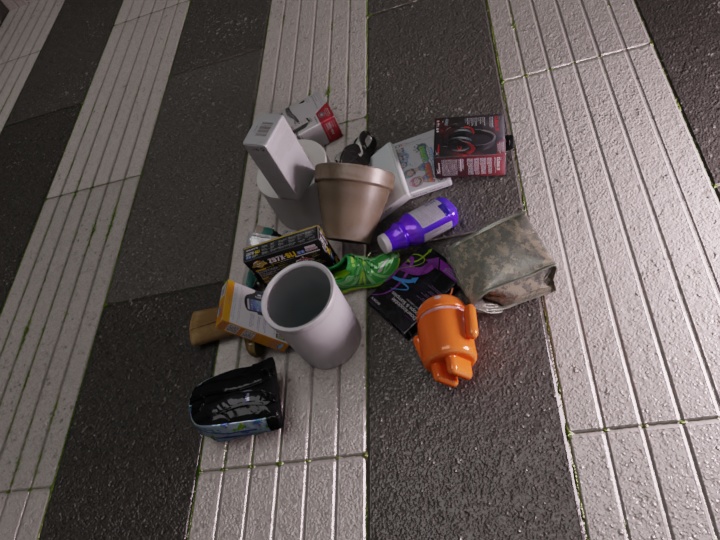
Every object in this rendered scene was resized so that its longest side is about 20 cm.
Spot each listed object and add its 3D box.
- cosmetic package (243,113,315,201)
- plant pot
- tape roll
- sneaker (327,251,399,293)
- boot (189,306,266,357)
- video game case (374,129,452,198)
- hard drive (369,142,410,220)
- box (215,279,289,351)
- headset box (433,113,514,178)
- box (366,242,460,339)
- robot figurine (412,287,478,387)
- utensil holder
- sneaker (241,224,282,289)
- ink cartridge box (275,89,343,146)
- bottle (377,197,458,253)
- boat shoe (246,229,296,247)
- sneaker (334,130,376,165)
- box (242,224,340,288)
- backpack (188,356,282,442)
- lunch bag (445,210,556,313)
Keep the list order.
[{"bbox_3d":[-0.191,-0.269,1.469,0.073,0.201,0.102,11,61,27],"label":"cosmetic package"},{"bbox_3d":[-0.024,-0.158,1.495,0.198,0.199,0.176,7,89,26],"label":"plant pot"},{"bbox_3d":[-0.161,-0.230,1.647,0.200,0.140,0.205,-11,53,15],"label":"tape roll"},{"bbox_3d":[0.000,0.000,1.459,0.198,0.084,0.075,-19,52,8],"label":"sneaker"},{"bbox_3d":[-0.326,0.155,1.504,0.198,0.066,0.177,-14,44,14],"label":"boot"},{"bbox_3d":[0.136,-0.275,1.630,0.180,0.024,0.202,-17,53,11],"label":"video game case"},{"bbox_3d":[0.055,-0.227,1.600,0.131,0.026,0.202,-35,47,25],"label":"hard drive"},{"bbox_3d":[-0.236,0.111,1.434,0.041,0.199,0.120,-42,34,36],"label":"box"},{"bbox_3d":[0.286,-0.316,1.549,0.197,0.075,0.150,-1,55,12],"label":"headset box"},{"bbox_3d":[0.129,0.044,1.407,0.200,0.036,0.143,-44,52,-9],"label":"box"},{"bbox_3d":[0.176,0.137,1.272,0.115,0.145,0.202,-1,55,-5],"label":"robot figurine"},{"bbox_3d":[-0.103,0.104,1.355,0.168,0.201,0.172,-10,54,15],"label":"utensil holder"},{"bbox_3d":[-0.255,-0.016,1.581,0.079,0.071,0.203,14,77,-5],"label":"sneaker"},{"bbox_3d":[-0.172,-0.424,1.821,0.198,0.083,0.148,-28,52,2],"label":"ink cartridge box"},{"bbox_3d":[0.135,-0.103,1.460,0.198,0.066,0.084,-28,46,-16],"label":"bottle"},{"bbox_3d":[-0.189,-0.069,1.546,0.197,0.072,0.070,1,90,-7],"label":"boat shoe"},{"bbox_3d":[-0.031,-0.291,1.654,0.115,0.076,0.201,-38,13,39],"label":"sneaker"},{"bbox_3d":[-0.163,-0.021,1.491,0.198,0.160,0.050,-17,51,12],"label":"box"},{"bbox_3d":[-0.275,0.296,1.345,0.197,0.155,0.165,-8,54,-10],"label":"backpack"},{"bbox_3d":[0.298,-0.008,1.321,0.198,0.118,0.165,-20,53,2],"label":"lunch bag"}]
